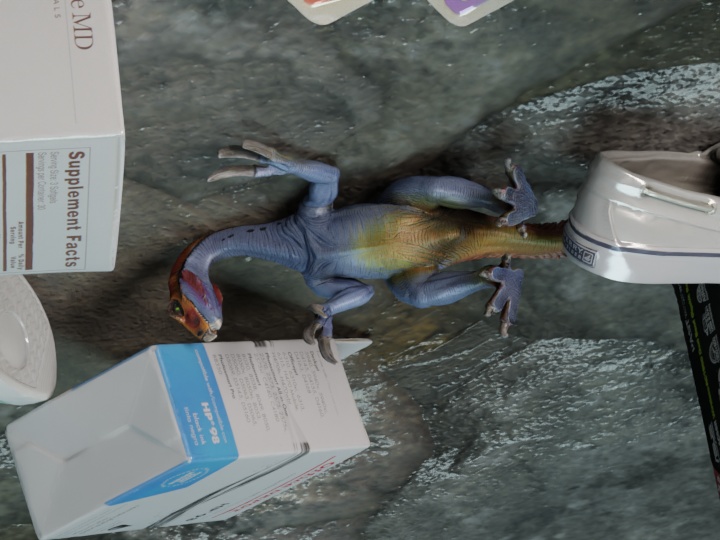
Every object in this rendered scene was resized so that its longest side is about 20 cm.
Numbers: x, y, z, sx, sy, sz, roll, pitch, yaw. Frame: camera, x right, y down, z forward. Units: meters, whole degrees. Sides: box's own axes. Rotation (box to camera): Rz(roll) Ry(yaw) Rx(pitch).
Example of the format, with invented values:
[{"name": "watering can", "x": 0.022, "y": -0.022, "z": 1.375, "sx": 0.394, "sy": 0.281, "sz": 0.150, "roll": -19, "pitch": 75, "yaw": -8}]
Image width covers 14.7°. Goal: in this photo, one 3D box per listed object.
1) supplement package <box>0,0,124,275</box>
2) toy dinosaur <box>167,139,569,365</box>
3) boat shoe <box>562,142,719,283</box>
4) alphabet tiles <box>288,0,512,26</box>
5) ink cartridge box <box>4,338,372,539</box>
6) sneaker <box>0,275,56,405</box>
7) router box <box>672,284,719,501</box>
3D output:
[{"name": "supplement package", "x": -0.205, "y": -0.070, "z": 1.186, "sx": 0.199, "sy": 0.117, "sz": 0.117, "roll": -4, "pitch": 151, "yaw": -9}, {"name": "toy dinosaur", "x": 0.000, "y": 0.000, "z": 1.410, "sx": 0.181, "sy": 0.105, "sz": 0.200, "roll": -3, "pitch": 171, "yaw": 35}, {"name": "boat shoe", "x": 0.194, "y": -0.036, "z": 1.417, "sx": 0.200, "sy": 0.072, "sz": 0.066, "roll": 0, "pitch": 119, "yaw": -26}, {"name": "alphabet tiles", "x": 0.035, "y": -0.170, "z": 1.139, "sx": 0.195, "sy": 0.015, "sz": 0.200, "roll": -26, "pitch": 145, "yaw": 18}, {"name": "ink cartridge box", "x": -0.078, "y": 0.089, "z": 1.500, "sx": 0.116, "sy": 0.067, "sz": 0.200, "roll": -29, "pitch": 164, "yaw": 32}, {"name": "sneaker", "x": -0.247, "y": 0.027, "z": 1.403, "sx": 0.118, "sy": 0.074, "sz": 0.200, "roll": -18, "pitch": 151, "yaw": 28}, {"name": "router box", "x": 0.280, "y": 0.054, "z": 1.509, "sx": 0.199, "sy": 0.150, "sz": 0.062, "roll": 1, "pitch": 150, "yaw": -16}]
